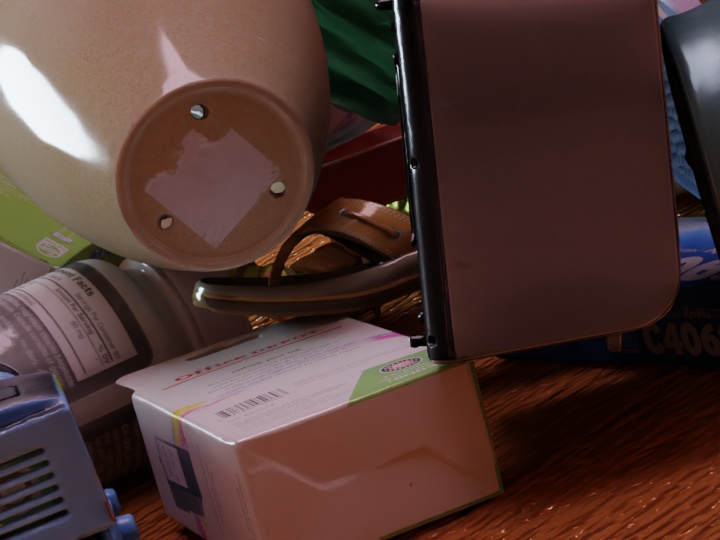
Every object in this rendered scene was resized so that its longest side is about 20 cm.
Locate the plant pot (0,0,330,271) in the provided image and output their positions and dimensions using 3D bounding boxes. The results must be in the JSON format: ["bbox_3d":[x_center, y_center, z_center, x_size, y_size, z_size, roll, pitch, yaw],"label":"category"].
[{"bbox_3d":[-0.088,-0.076,1.334,0.187,0.188,0.200,-20,25,-7],"label":"plant pot"}]

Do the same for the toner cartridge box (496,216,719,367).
[{"bbox_3d":[0.154,0.009,1.342,0.095,0.043,0.200,-25,14,-32],"label":"toner cartridge box"}]

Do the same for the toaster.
[{"bbox_3d":[0.075,-0.067,1.215,0.118,0.201,0.181,-6,6,4],"label":"toaster"}]

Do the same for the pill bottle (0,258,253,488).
[{"bbox_3d":[-0.158,0.062,1.402,0.200,0.114,0.114,-24,13,-25],"label":"pill bottle"}]

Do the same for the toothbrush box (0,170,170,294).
[{"bbox_3d":[-0.188,0.010,1.571,0.086,0.146,0.200,28,26,10],"label":"toothbrush box"}]

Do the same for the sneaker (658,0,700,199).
[{"bbox_3d":[0.158,-0.102,1.428,0.080,0.200,0.130,-52,-17,18],"label":"sneaker"}]

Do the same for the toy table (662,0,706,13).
[{"bbox_3d":[0.194,-0.164,1.755,0.117,0.200,0.184,-26,-26,-36],"label":"toy table"}]

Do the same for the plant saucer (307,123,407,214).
[{"bbox_3d":[0.067,-0.080,1.568,0.200,0.037,0.200,-20,5,17],"label":"plant saucer"}]

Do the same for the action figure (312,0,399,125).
[{"bbox_3d":[-0.036,-0.130,1.484,0.055,0.200,0.118,-35,34,59],"label":"action figure"}]

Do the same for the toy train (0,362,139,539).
[{"bbox_3d":[-0.152,0.098,1.232,0.086,0.115,0.200,-19,13,-7],"label":"toy train"}]

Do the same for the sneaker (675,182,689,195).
[{"bbox_3d":[0.174,-0.063,1.592,0.099,0.075,0.200,-28,6,-11],"label":"sneaker"}]

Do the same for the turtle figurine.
[{"bbox_3d":[0.000,0.000,1.559,0.161,0.065,0.200,-21,9,-42],"label":"turtle figurine"}]

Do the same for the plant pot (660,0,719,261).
[{"bbox_3d":[0.234,-0.071,1.189,0.187,0.201,0.200,-16,12,5],"label":"plant pot"}]

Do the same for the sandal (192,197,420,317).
[{"bbox_3d":[0.013,-0.013,1.355,0.199,0.054,0.080,-12,3,-8],"label":"sandal"}]

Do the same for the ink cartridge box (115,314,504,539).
[{"bbox_3d":[-0.029,0.075,1.261,0.117,0.067,0.200,-19,12,-18],"label":"ink cartridge box"}]

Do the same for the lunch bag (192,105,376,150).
[{"bbox_3d":[-0.081,-0.132,1.601,0.170,0.122,0.200,18,29,20],"label":"lunch bag"}]
